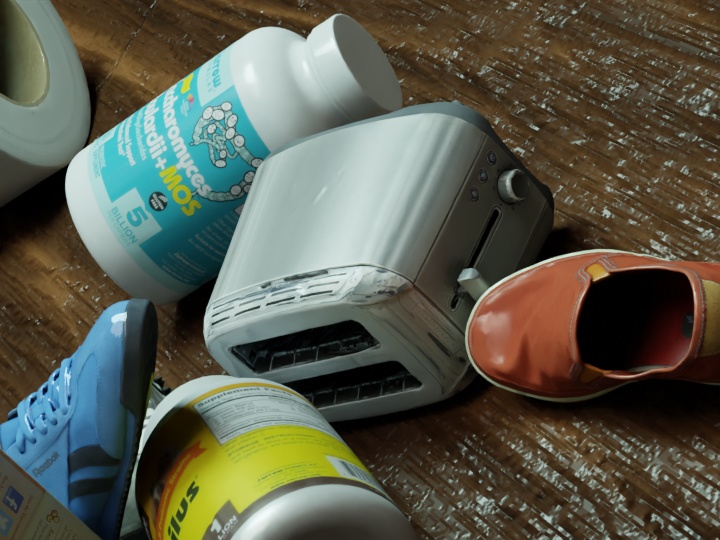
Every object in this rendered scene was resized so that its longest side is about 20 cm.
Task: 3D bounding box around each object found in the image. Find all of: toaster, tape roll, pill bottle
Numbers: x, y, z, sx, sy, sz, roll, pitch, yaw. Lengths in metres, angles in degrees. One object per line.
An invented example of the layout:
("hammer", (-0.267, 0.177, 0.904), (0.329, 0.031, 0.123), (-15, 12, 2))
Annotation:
("toaster", (0.000, 0.000, 1.503), (0.199, 0.114, 0.130), (-12, 43, 42))
("tape roll", (-0.306, -0.131, 2.014), (0.139, 0.203, 0.203), (-29, 31, 25))
("pill bottle", (-0.047, 0.123, 1.399), (0.109, 0.109, 0.200), (-44, 27, 0))
("pill bottle", (-0.073, -0.072, 1.705), (0.199, 0.111, 0.111), (-33, 29, 21))

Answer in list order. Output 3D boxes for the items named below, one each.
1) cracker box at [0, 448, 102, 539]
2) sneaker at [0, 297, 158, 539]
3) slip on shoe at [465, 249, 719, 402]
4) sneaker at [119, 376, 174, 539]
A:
("cracker box", (-0.191, 0.163, 1.442), (0.133, 0.200, 0.058), (-19, 37, 40))
("sneaker", (-0.148, 0.084, 1.425), (0.201, 0.078, 0.066), (109, 175, -48))
("slip on shoe", (0.116, 0.025, 1.344), (0.199, 0.061, 0.075), (-2, 82, 51))
("sneaker", (-0.141, 0.103, 1.603), (0.090, 0.067, 0.200), (-41, 29, 2))
